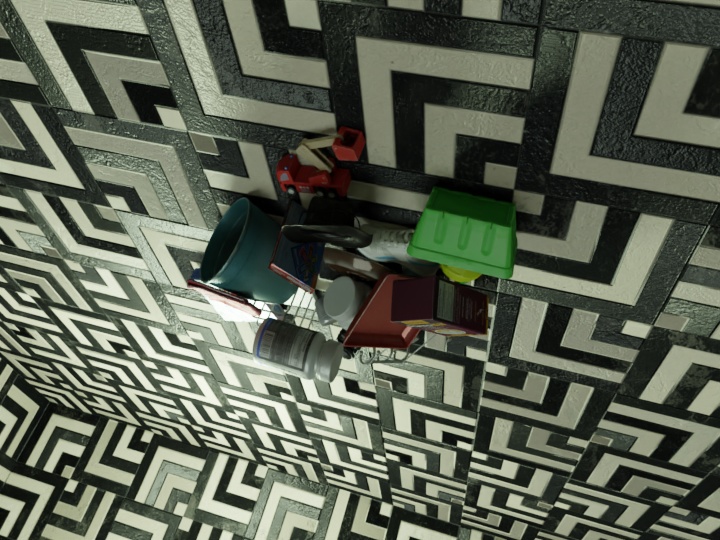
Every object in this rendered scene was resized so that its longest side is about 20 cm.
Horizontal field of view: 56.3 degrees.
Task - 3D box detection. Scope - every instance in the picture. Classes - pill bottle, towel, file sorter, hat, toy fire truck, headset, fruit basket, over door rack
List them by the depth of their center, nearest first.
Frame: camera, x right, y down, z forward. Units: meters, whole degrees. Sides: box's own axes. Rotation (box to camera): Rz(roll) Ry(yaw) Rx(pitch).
[{"bbox_3d":[-0.078,-0.202,1.257,0.195,0.050,0.142,8,146,22],"label":"toy fire truck"},{"bbox_3d":[0.191,-0.037,1.260,0.209,0.157,0.221,9,124,14],"label":"fruit basket"},{"bbox_3d":[-0.062,-0.099,1.286,0.194,0.083,0.201,4,172,1],"label":"hat"},{"bbox_3d":[-0.303,0.065,1.519,0.141,0.023,0.200,19,171,5],"label":"towel"},{"bbox_3d":[0.012,0.096,1.532,0.111,0.116,0.199,-8,152,38],"label":"pill bottle"},{"bbox_3d":[-0.146,0.190,1.589,0.195,0.116,0.115,15,149,12],"label":"pill bottle"},{"bbox_3d":[-0.028,0.156,1.665,0.093,0.124,0.200,38,-178,-13],"label":"headset"},{"bbox_3d":[0.107,0.176,1.668,0.145,0.068,0.198,5,153,-45],"label":"over door rack"},{"bbox_3d":[-0.203,0.075,1.685,0.135,0.127,0.202,8,148,19],"label":"file sorter"}]

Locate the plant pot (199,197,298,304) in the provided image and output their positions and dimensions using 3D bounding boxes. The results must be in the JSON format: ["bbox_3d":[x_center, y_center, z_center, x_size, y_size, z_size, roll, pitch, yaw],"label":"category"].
[{"bbox_3d":[-0.225,-0.024,1.486,0.186,0.205,0.198,31,148,-29],"label":"plant pot"}]

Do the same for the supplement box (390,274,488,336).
[{"bbox_3d":[0.163,0.076,1.363,0.109,0.088,0.197,-7,163,42],"label":"supplement box"}]

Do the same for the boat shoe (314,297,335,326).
[{"bbox_3d":[-0.058,0.087,1.625,0.071,0.070,0.199,-29,173,24],"label":"boat shoe"}]

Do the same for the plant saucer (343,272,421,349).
[{"bbox_3d":[0.074,0.082,1.441,0.196,0.037,0.202,7,127,-40],"label":"plant saucer"}]

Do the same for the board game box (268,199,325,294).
[{"bbox_3d":[-0.121,-0.051,1.370,0.102,0.203,0.019,31,130,-19],"label":"board game box"}]

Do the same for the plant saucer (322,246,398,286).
[{"bbox_3d":[0.000,0.000,1.467,0.195,0.033,0.200,20,173,2],"label":"plant saucer"}]

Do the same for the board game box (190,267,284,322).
[{"bbox_3d":[-0.331,0.070,1.829,0.194,0.044,0.202,3,144,27],"label":"board game box"}]

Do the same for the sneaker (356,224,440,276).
[{"bbox_3d":[0.081,-0.055,1.373,0.195,0.078,0.081,17,146,-10],"label":"sneaker"}]

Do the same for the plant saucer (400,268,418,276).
[{"bbox_3d":[0.106,0.035,1.545,0.069,0.019,0.200,27,148,-9],"label":"plant saucer"}]
